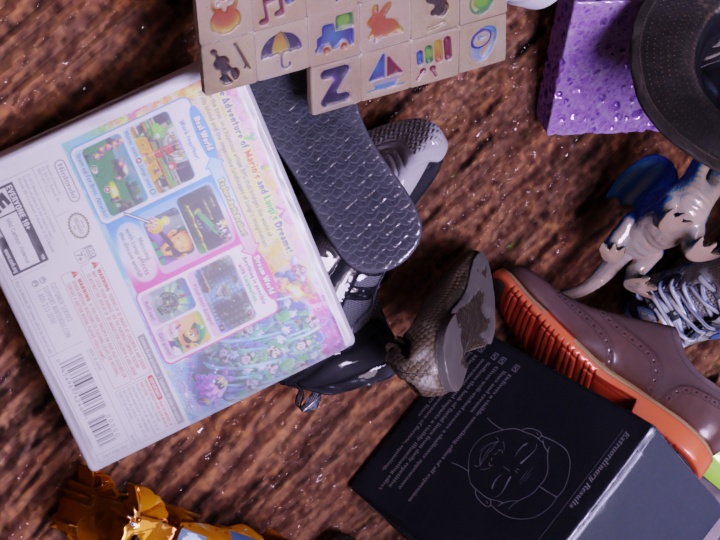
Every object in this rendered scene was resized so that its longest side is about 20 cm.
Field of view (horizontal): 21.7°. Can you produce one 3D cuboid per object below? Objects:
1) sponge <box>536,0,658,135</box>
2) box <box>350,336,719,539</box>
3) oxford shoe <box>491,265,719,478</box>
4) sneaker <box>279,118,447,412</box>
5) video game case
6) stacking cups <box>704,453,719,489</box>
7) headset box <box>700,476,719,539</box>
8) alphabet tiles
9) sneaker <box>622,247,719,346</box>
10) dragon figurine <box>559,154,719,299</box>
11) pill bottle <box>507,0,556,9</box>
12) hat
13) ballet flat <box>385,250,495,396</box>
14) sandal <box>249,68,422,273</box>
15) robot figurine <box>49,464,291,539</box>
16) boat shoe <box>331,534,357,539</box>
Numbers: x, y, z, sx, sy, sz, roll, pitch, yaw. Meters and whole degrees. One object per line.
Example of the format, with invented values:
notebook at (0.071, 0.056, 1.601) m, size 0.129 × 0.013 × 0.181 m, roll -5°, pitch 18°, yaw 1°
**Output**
sponge at (0.224, -0.146, 1.289) m, size 0.199 × 0.030 × 0.112 m, roll -3°, pitch 131°, yaw -14°
box at (0.117, 0.154, 1.277) m, size 0.149 × 0.200 × 0.107 m, roll -50°, pitch 126°, yaw -8°
oxford shoe at (0.177, 0.058, 1.309) m, size 0.073 × 0.200 × 0.071 m, roll -44°, pitch 168°, yaw -18°
sneaker at (0.000, 0.000, 1.223) m, size 0.200 × 0.075 × 0.114 m, roll -48°, pitch 127°, yaw -3°
video game case at (-0.120, -0.005, 1.123) m, size 0.181 × 0.024 × 0.201 m, roll -26°, pitch 109°, yaw -9°
stacking cups at (0.239, 0.117, 1.397) m, size 0.200 × 0.060 × 0.061 m, roll 38°, pitch 84°, yaw -8°
headset box at (0.172, 0.228, 1.368) m, size 0.077 × 0.149 × 0.200 m, roll 40°, pitch 83°, yaw 1°
alphabet tiles at (-0.003, -0.169, 1.078) m, size 0.199 × 0.008 × 0.168 m, roll -18°, pitch 130°, yaw -19°
sneaker at (0.239, 0.027, 1.331) m, size 0.085 × 0.200 × 0.077 m, roll -25°, pitch 87°, yaw -9°
dragon figurine at (0.207, -0.039, 1.317) m, size 0.059 × 0.200 × 0.100 m, roll 39°, pitch 41°, yaw -17°
pill bottle at (0.039, -0.215, 1.147) m, size 0.199 × 0.104 × 0.105 m, roll 8°, pitch 103°, yaw -35°
hat at (0.273, -0.125, 1.225) m, size 0.201 × 0.200 × 0.081 m, roll -45°, pitch 164°, yaw -12°
ballet flat at (0.055, 0.035, 1.233) m, size 0.046 × 0.200 × 0.068 m, roll -8°, pitch 106°, yaw 16°
sandal at (-0.027, -0.091, 1.154) m, size 0.076 × 0.043 × 0.201 m, roll -22°, pitch 91°, yaw -1°
robot figurine at (-0.088, 0.183, 1.193) m, size 0.199 × 0.145 × 0.059 m, roll 25°, pitch 81°, yaw -32°
boat shoe at (0.026, 0.270, 1.339) m, size 0.074 × 0.076 × 0.200 m, roll -43°, pitch 125°, yaw -10°
